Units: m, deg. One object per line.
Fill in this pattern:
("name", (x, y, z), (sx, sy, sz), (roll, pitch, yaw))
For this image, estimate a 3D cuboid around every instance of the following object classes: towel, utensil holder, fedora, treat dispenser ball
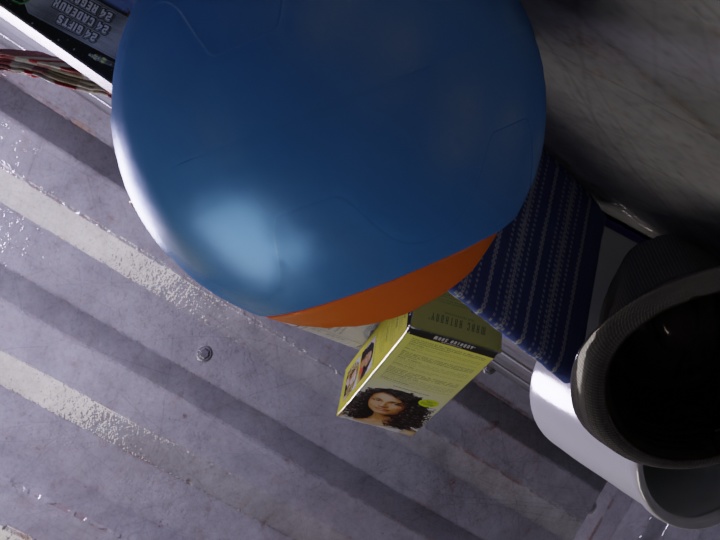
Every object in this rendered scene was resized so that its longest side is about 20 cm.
("towel", (0.095, -0.028, 0.737), (0.024, 0.145, 0.200), (-12, 143, 42))
("utensil holder", (0.290, 0.142, 1.133), (0.170, 0.170, 0.200), (34, 178, -26))
("fedora", (0.221, 0.044, 0.762), (0.200, 0.176, 0.090), (55, -165, -38))
("treat dispenser ball", (-0.015, -0.074, 0.523), (0.201, 0.201, 0.201), (32, 176, 2))
("towel", (-0.239, -0.176, 1.056), (0.199, 0.023, 0.144), (14, -169, 3))

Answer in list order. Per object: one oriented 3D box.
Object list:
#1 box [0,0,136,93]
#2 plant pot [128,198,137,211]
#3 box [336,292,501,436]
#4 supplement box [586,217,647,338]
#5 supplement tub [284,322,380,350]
("box", (-0.097, -0.154, 0.638), (0.200, 0.137, 0.040), (35, 172, -34))
("plant pot", (-0.124, -0.050, 1.125), (0.201, 0.093, 0.201), (31, 173, 4))
("box", (0.044, 0.074, 0.903), (0.075, 0.050, 0.200), (16, 149, -9))
("supplement box", (0.172, 0.016, 0.939), (0.101, 0.104, 0.200), (30, 177, 13))
("supplement tub", (0.000, 0.000, 0.970), (0.200, 0.132, 0.132), (22, 179, -19))
